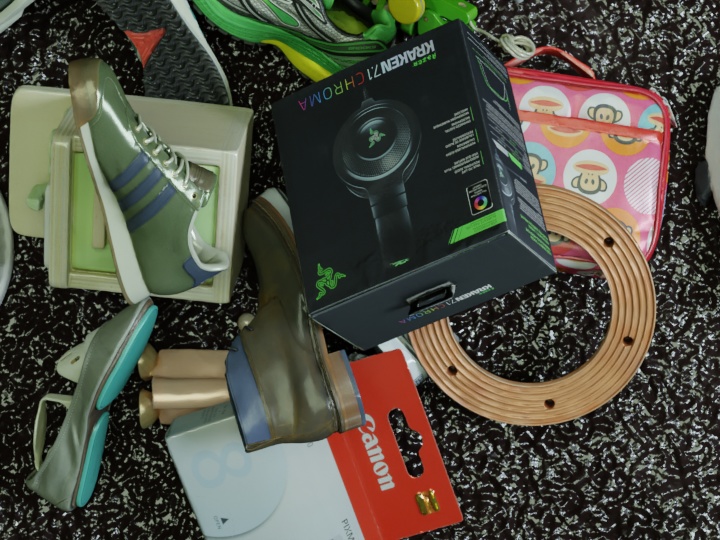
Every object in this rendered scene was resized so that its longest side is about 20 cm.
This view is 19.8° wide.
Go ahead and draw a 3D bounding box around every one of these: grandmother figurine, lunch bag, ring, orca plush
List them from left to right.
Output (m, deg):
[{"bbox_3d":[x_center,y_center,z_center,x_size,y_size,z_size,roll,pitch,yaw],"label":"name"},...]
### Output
[{"bbox_3d":[-0.079,0.097,1.669,0.198,0.061,0.123,-3,97,5],"label":"grandmother figurine"},{"bbox_3d":[0.133,0.026,1.618,0.198,0.019,0.202,3,111,7],"label":"ring"},{"bbox_3d":[0.149,-0.091,1.657,0.198,0.082,0.178,8,85,1],"label":"lunch bag"},{"bbox_3d":[0.335,-0.055,1.647,0.071,0.105,0.201,-1,59,-35],"label":"orca plush"}]

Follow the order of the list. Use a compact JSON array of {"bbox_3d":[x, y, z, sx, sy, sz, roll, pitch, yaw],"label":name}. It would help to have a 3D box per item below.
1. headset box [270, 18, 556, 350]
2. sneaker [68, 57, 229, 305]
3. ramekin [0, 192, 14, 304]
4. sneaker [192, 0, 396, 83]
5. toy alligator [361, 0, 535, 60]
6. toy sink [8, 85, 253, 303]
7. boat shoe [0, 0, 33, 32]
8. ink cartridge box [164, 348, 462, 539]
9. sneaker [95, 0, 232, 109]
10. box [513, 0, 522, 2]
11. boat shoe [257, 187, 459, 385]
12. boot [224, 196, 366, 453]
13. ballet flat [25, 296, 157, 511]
[{"bbox_3d":[0.038,-0.056,1.555,0.173,0.093,0.202,-22,62,21],"label":"headset box"},{"bbox_3d":[-0.151,-0.071,1.528,0.089,0.067,0.202,-10,119,4],"label":"sneaker"},{"bbox_3d":[-0.386,-0.020,1.665,0.200,0.094,0.205,0,88,3],"label":"ramekin"},{"bbox_3d":[-0.057,-0.223,1.654,0.199,0.078,0.085,29,133,-2],"label":"sneaker"},{"bbox_3d":[0.051,-0.210,1.668,0.199,0.059,0.055,36,132,14],"label":"toy alligator"},{"bbox_3d":[-0.191,-0.060,1.628,0.198,0.112,0.132,7,114,2],"label":"toy sink"},{"bbox_3d":[-0.280,-0.240,1.642,0.199,0.073,0.062,-35,99,34],"label":"boat shoe"},{"bbox_3d":[-0.036,0.168,1.636,0.198,0.047,0.161,-18,106,9],"label":"ink cartridge box"},{"bbox_3d":[-0.155,-0.196,1.674,0.070,0.094,0.201,-21,115,17],"label":"sneaker"},{"bbox_3d":[0.137,-0.334,1.609,0.104,0.184,0.201,33,89,5],"label":"box"},{"bbox_3d":[0.000,0.000,1.660,0.068,0.074,0.200,-42,89,-5],"label":"boat shoe"},{"bbox_3d":[-0.075,0.043,1.586,0.096,0.075,0.201,-20,71,-10],"label":"boot"},{"bbox_3d":[-0.222,0.101,1.645,0.063,0.067,0.201,25,112,8],"label":"ballet flat"}]
